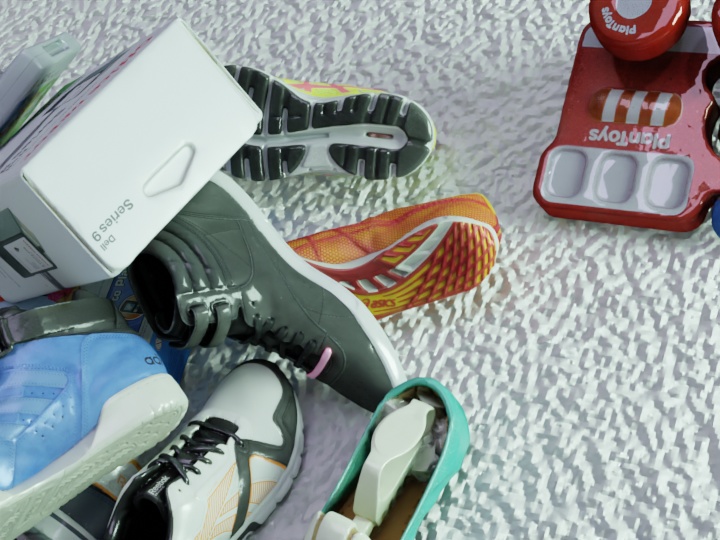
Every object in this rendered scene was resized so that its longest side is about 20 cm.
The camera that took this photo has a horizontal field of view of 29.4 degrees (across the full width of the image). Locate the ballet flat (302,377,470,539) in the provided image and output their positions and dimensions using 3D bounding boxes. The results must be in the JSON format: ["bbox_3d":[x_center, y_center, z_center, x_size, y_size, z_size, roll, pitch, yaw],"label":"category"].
[{"bbox_3d":[0.001,0.140,0.777,0.067,0.071,0.201,14,56,28],"label":"ballet flat"}]

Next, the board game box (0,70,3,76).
[{"bbox_3d":[-0.329,-0.065,0.982,0.201,0.034,0.134,-53,11,-9],"label":"board game box"}]

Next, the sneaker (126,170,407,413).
[{"bbox_3d":[-0.064,0.035,0.843,0.200,0.071,0.099,45,51,5],"label":"sneaker"}]

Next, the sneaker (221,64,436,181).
[{"bbox_3d":[-0.034,-0.102,1.004,0.197,0.079,0.090,12,11,16],"label":"sneaker"}]

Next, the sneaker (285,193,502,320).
[{"bbox_3d":[0.000,0.000,0.919,0.197,0.074,0.077,-11,19,11],"label":"sneaker"}]

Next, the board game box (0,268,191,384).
[{"bbox_3d":[-0.207,0.017,0.970,0.193,0.056,0.202,-1,49,19],"label":"board game box"}]

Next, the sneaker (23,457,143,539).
[{"bbox_3d":[-0.223,0.113,0.876,0.198,0.079,0.080,27,66,23],"label":"sneaker"}]

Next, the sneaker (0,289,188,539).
[{"bbox_3d":[-0.209,0.087,0.791,0.199,0.077,0.112,-32,72,-21],"label":"sneaker"}]

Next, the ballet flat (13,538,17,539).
[{"bbox_3d":[-0.195,0.210,0.786,0.068,0.072,0.199,-3,22,-41],"label":"ballet flat"}]

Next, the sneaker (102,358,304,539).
[{"bbox_3d":[-0.094,0.128,0.817,0.073,0.081,0.201,5,50,26],"label":"sneaker"}]

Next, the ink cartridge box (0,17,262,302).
[{"bbox_3d":[-0.171,-0.064,0.869,0.146,0.084,0.199,-51,20,-26],"label":"ink cartridge box"}]

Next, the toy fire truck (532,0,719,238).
[{"bbox_3d":[0.224,-0.102,0.907,0.197,0.112,0.170,10,77,27],"label":"toy fire truck"}]

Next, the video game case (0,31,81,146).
[{"bbox_3d":[-0.280,-0.083,0.991,0.200,0.022,0.182,-49,11,8],"label":"video game case"}]
